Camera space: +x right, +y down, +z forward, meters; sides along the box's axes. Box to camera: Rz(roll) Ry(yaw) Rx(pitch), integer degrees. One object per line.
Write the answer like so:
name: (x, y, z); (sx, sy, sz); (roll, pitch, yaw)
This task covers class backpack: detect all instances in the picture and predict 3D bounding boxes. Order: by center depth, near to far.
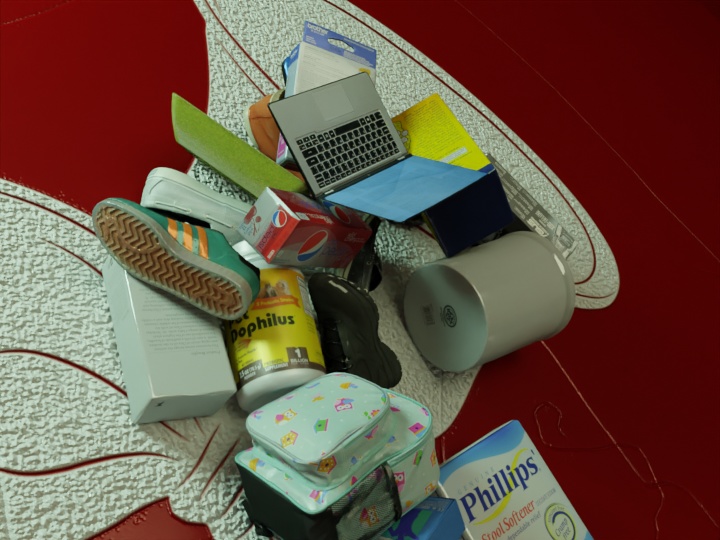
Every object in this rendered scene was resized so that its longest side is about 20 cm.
backpack: (-0.016, 0.199, 0.869); (0.199, 0.175, 0.154); (-19, 109, -35)

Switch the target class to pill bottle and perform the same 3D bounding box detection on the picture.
pill bottle: (-0.111, 0.064, 0.975); (0.109, 0.109, 0.201); (5, 56, -34)

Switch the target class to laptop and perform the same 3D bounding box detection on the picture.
laptop: (0.024, -0.159, 0.990); (0.187, 0.116, 0.201); (-30, 94, -43)

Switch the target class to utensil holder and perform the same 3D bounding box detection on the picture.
utensil holder: (0.187, 0.044, 1.168); (0.199, 0.170, 0.170); (-16, 70, -41)

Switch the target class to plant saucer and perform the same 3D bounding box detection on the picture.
plant saucer: (-0.161, -0.139, 1.062); (0.200, 0.200, 0.048); (34, 89, -3)

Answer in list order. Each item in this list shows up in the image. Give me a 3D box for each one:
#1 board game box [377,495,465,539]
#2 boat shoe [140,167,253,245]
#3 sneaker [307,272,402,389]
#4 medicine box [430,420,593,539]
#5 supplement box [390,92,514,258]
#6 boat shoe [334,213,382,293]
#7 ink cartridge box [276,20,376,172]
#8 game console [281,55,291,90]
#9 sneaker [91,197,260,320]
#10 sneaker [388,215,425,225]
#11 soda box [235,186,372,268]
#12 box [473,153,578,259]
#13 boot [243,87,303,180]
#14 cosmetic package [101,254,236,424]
board game box: (-0.002, 0.312, 0.843); (0.200, 0.152, 0.045); (-39, 116, -46)
boat shoe: (-0.191, -0.059, 1.047); (0.200, 0.070, 0.072); (26, 64, -19)
sneaker: (-0.015, 0.093, 1.010); (0.091, 0.076, 0.200); (-47, 119, -37)
medicine box: (0.167, 0.319, 0.997); (0.182, 0.103, 0.200); (-19, 72, -43)
supplement box: (0.114, -0.136, 1.130); (0.109, 0.109, 0.200); (57, 5, -46)
boat shoe: (0.000, 0.000, 1.126); (0.062, 0.075, 0.201); (22, 54, -5)
ink cartridge box: (-0.042, -0.219, 1.072); (0.119, 0.042, 0.201); (14, 74, -27)
game console: (-0.037, -0.194, 1.160); (0.170, 0.118, 0.201); (-9, 82, -30)
sneaker: (-0.202, -0.021, 0.904); (0.200, 0.071, 0.080); (34, 28, -5)
sneaker: (0.045, -0.150, 1.270); (0.200, 0.078, 0.112); (35, 44, -10)
soda box: (-0.063, -0.048, 0.997); (0.063, 0.070, 0.200); (44, 17, 20)
box: (0.229, -0.073, 1.288); (0.200, 0.158, 0.050); (46, 66, 0)
boot: (-0.094, -0.172, 1.188); (0.075, 0.107, 0.200); (-51, 122, -37)
cosmetic package: (-0.221, 0.065, 0.919); (0.101, 0.071, 0.201); (0, 59, -36)
